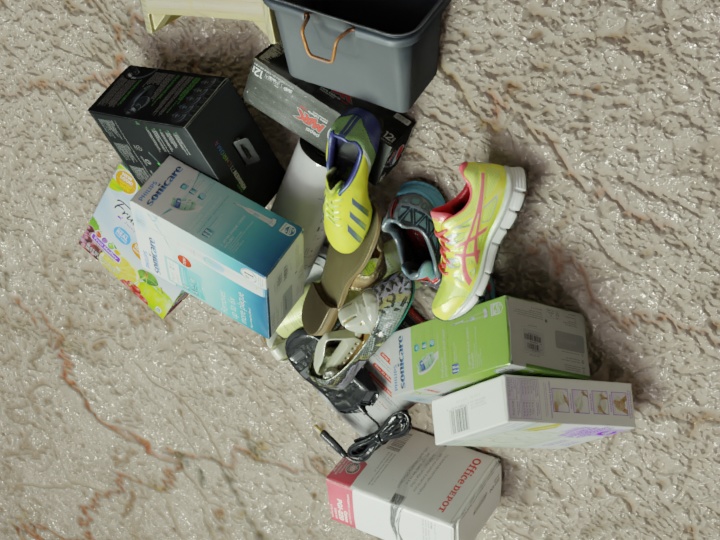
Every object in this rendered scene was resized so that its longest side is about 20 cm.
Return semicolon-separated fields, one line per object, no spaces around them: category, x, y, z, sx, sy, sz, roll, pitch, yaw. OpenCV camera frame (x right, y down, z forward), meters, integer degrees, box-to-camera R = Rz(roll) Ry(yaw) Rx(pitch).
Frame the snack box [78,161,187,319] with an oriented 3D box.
snack box;-0.286;-0.052;1.967;0.168;0.068;0.200;41;136;2

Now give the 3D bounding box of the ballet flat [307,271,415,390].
ballet flat;-0.007;0.076;1.742;0.072;0.072;0.201;38;124;4

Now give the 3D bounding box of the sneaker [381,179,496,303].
sneaker;0.086;-0.004;1.710;0.079;0.096;0.200;-19;111;44

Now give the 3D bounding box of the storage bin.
storage bin;-0.005;-0.258;1.552;0.199;0.146;0.135;20;144;22

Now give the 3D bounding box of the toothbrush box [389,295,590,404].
toothbrush box;0.153;0.103;1.704;0.145;0.087;0.199;14;157;-41

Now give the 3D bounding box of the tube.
tube;-0.025;0.027;1.823;0.199;0.058;0.052;-24;66;20

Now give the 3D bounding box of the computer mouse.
computer mouse;-0.031;0.162;1.877;0.200;0.046;0.140;42;129;-3

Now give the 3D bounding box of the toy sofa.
toy sofa;-0.161;-0.328;1.640;0.199;0.083;0.098;9;124;31

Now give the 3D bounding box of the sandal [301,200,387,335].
sandal;-0.002;-0.004;1.761;0.078;0.069;0.212;59;134;37

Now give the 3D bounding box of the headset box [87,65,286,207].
headset box;-0.208;-0.155;1.757;0.199;0.093;0.174;13;146;41

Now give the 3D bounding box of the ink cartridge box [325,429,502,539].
ink cartridge box;0.075;0.298;1.925;0.199;0.146;0.085;15;130;27

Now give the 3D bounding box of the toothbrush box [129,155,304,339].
toothbrush box;-0.171;-0.027;1.718;0.199;0.085;0.147;30;151;15

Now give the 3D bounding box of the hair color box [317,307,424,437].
hair color box;0.035;0.140;1.891;0.102;0.061;0.200;45;138;-2

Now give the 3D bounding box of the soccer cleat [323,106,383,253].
soccer cleat;-0.021;-0.096;1.627;0.064;0.084;0.201;25;132;18

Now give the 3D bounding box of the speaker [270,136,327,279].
speaker;-0.068;-0.078;1.758;0.081;0.081;0.201;33;130;9

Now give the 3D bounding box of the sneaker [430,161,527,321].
sneaker;0.114;-0.038;1.625;0.090;0.078;0.201;17;106;-15

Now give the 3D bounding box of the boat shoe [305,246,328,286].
boat shoe;-0.109;0.015;1.889;0.199;0.065;0.074;-10;117;38

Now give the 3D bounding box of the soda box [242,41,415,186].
soda box;-0.038;-0.189;1.676;0.199;0.063;0.071;34;137;10

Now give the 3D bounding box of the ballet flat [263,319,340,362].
ballet flat;-0.081;0.088;1.925;0.199;0.072;0.068;-21;114;45

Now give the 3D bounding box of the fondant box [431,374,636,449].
fondant box;0.207;0.171;1.690;0.144;0.199;0.059;-28;63;53
